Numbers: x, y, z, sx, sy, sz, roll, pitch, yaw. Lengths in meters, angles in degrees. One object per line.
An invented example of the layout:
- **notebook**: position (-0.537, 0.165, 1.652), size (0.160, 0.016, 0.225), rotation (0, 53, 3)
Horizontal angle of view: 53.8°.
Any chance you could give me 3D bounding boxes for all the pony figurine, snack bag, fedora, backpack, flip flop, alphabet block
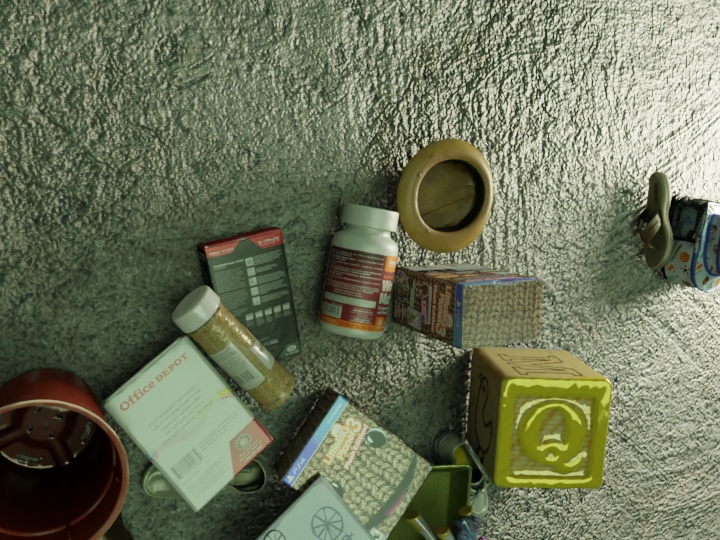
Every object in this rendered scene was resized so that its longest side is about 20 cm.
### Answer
- **pony figurine**: position (0.180, 0.504, 1.212), size (0.167, 0.191, 0.202), rotation (-56, 129, -62)
- **snack bag**: position (-0.073, 0.445, 1.062), size (0.200, 0.021, 0.189), rotation (-41, 96, -15)
- **fedora**: position (0.132, -0.127, 1.195), size (0.199, 0.082, 0.203), rotation (-5, 101, -29)
- **backpack**: position (0.739, -0.051, 1.517), size (0.198, 0.154, 0.193), rotation (4, 106, -32)
- **flip flop**: position (0.606, -0.103, 1.474), size (0.057, 0.081, 0.202), rotation (-4, 99, -11)
- **alphabet block**: position (0.308, 0.254, 1.258), size (0.194, 0.200, 0.198), rotation (1, 98, -5)

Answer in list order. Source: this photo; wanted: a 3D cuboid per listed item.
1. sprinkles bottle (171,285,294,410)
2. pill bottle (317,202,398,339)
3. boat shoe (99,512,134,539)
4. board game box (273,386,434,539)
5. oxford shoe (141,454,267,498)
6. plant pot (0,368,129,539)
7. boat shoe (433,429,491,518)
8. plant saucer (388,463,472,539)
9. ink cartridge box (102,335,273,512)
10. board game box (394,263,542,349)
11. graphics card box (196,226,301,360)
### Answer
- **sprinkles bottle**: position (-0.179, 0.113, 1.015), size (0.068, 0.068, 0.200), rotation (-46, 115, -15)
- **pill bottle**: position (0.000, 0.000, 1.128), size (0.109, 0.109, 0.202), rotation (8, 94, -30)
- **boat shoe**: position (-0.371, 0.404, 1.018), size (0.064, 0.072, 0.202), rotation (-7, 110, 9)
- **board game box**: position (-0.012, 0.316, 1.149), size (0.199, 0.097, 0.160), rotation (37, 80, -10)
- **oxford shoe**: position (-0.230, 0.312, 1.081), size (0.198, 0.058, 0.076), rotation (4, 99, -28)
- **plant pot**: position (-0.397, 0.222, 0.884), size (0.199, 0.195, 0.203), rotation (-5, 103, -20)
- **boat shoe**: position (0.207, 0.393, 1.321), size (0.074, 0.086, 0.204), rotation (-29, 111, -22)
- **plant saucer**: position (0.092, 0.435, 1.265), size (0.198, 0.048, 0.202), rotation (1, 99, -14)
- **ink cartridge box**: position (-0.246, 0.213, 1.014), size (0.146, 0.083, 0.201), rotation (-40, 99, -17)
- **board game box**: position (0.173, 0.052, 1.172), size (0.158, 0.200, 0.098), rotation (-3, 100, -28)
- **graphics card box**: position (-0.166, 0.045, 1.076), size (0.124, 0.051, 0.202), rotation (-16, 105, -26)
